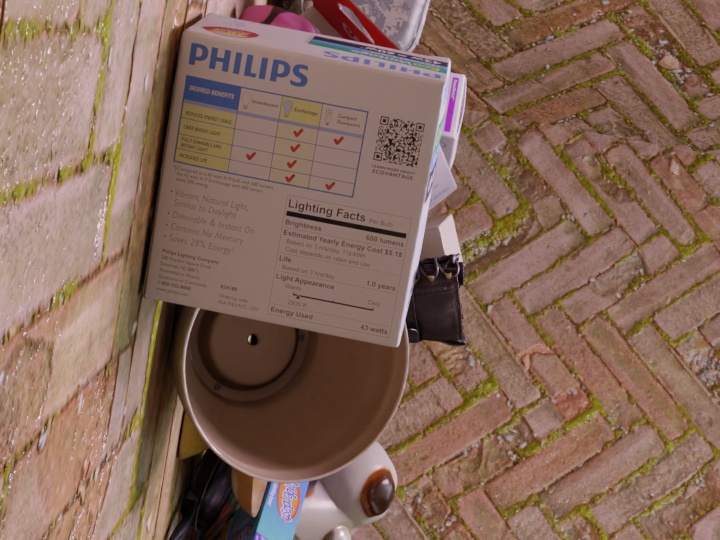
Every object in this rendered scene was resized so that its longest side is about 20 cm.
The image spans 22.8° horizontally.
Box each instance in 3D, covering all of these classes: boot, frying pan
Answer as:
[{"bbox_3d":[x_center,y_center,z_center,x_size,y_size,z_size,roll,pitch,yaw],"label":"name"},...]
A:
[{"bbox_3d":[0.012,0.005,1.678,0.201,0.172,0.070,73,12,-45],"label":"boot"},{"bbox_3d":[-0.157,0.229,1.743,0.191,0.031,0.116,-57,165,-40],"label":"frying pan"}]

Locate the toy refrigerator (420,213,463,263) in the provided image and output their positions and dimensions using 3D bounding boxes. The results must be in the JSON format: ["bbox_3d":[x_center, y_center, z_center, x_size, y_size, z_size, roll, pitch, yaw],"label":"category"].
[{"bbox_3d":[0.000,0.000,1.822,0.076,0.198,0.071,-42,119,-73],"label":"toy refrigerator"}]

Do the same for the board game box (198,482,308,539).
[{"bbox_3d":[-0.119,0.273,1.830,0.152,0.045,0.201,-46,-167,28],"label":"board game box"}]

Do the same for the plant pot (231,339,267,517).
[{"bbox_3d":[-0.096,0.136,1.727,0.200,0.027,0.202,11,90,-88],"label":"plant pot"}]

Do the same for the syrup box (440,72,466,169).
[{"bbox_3d":[0.010,-0.171,1.901,0.079,0.198,0.082,95,6,-66],"label":"syrup box"}]

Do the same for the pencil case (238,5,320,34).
[{"bbox_3d":[-0.083,-0.120,1.486,0.094,0.090,0.202,96,8,-57],"label":"pencil case"}]

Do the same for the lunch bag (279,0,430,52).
[{"bbox_3d":[-0.007,-0.297,1.790,0.168,0.138,0.202,165,-60,-75],"label":"lunch bag"}]

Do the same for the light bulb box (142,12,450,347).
[{"bbox_3d":[-0.044,-0.071,1.327,0.125,0.196,0.202,-74,175,-75],"label":"light bulb box"}]

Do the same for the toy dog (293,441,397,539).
[{"bbox_3d":[-0.055,0.255,2.021,0.140,0.198,0.195,-119,-169,-57],"label":"toy dog"}]

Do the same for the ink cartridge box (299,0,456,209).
[{"bbox_3d":[-0.003,-0.169,1.571,0.200,0.045,0.177,49,-9,35],"label":"ink cartridge box"}]

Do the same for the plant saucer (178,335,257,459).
[{"bbox_3d":[-0.122,0.071,1.724,0.200,0.048,0.202,-53,154,-83],"label":"plant saucer"}]

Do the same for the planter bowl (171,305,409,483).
[{"bbox_3d":[-0.076,0.065,1.512,0.135,0.198,0.203,-162,-99,-66],"label":"planter bowl"}]
